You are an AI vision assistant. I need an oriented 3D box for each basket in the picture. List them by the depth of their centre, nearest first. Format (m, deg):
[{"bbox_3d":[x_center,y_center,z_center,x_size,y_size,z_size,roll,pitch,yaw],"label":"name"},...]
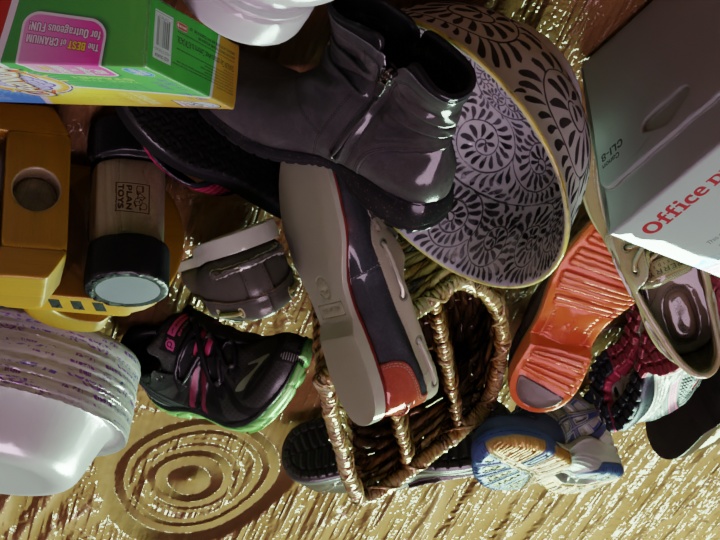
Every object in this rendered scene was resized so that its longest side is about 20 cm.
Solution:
[{"bbox_3d":[0.042,0.064,1.378,0.142,0.150,0.201,-8,143,3],"label":"basket"}]

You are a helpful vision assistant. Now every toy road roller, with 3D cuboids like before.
[{"bbox_3d":[-0.217,-0.024,1.251,0.198,0.124,0.146,5,154,-16],"label":"toy road roller"}]

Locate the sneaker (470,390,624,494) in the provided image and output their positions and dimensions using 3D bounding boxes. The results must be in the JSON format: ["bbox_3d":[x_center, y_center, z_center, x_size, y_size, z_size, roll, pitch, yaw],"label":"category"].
[{"bbox_3d":[0.140,0.127,1.501,0.075,0.089,0.200,-22,159,26],"label":"sneaker"}]

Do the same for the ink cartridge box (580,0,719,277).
[{"bbox_3d":[0.266,-0.087,1.203,0.199,0.145,0.145,19,138,-30],"label":"ink cartridge box"}]

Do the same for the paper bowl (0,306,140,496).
[{"bbox_3d":[-0.267,0.100,1.374,0.199,0.105,0.201,8,159,3],"label":"paper bowl"}]

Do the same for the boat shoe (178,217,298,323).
[{"bbox_3d":[-0.083,0.007,1.284,0.072,0.061,0.202,-21,180,-9],"label":"boat shoe"}]

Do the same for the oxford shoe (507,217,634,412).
[{"bbox_3d":[0.162,0.009,1.397,0.071,0.073,0.201,22,119,-16],"label":"oxford shoe"}]

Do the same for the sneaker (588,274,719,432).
[{"bbox_3d":[0.246,0.053,1.461,0.074,0.081,0.200,-11,154,-24],"label":"sneaker"}]

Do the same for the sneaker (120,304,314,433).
[{"bbox_3d":[-0.113,0.070,1.388,0.199,0.077,0.084,-7,140,46],"label":"sneaker"}]

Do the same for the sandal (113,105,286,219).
[{"bbox_3d":[-0.103,-0.081,1.228,0.045,0.076,0.200,-17,147,34],"label":"sandal"}]

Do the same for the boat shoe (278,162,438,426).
[{"bbox_3d":[0.000,0.000,1.235,0.062,0.201,0.071,-19,-174,-30],"label":"boat shoe"}]

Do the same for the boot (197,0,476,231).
[{"bbox_3d":[-0.017,-0.121,1.134,0.199,0.070,0.132,26,141,18],"label":"boot"}]

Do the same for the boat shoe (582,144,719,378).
[{"bbox_3d":[0.211,-0.016,1.309,0.071,0.065,0.201,-26,115,5],"label":"boat shoe"}]

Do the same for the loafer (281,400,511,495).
[{"bbox_3d":[0.036,0.147,1.569,0.198,0.074,0.071,-5,155,8],"label":"loafer"}]

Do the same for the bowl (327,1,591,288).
[{"bbox_3d":[0.079,-0.097,1.180,0.094,0.200,0.201,-40,156,-29],"label":"bowl"}]

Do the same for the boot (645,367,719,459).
[{"bbox_3d":[0.323,0.091,1.538,0.075,0.074,0.200,-3,153,-37],"label":"boot"}]

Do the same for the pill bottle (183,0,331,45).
[{"bbox_3d":[-0.028,-0.218,1.013,0.111,0.113,0.200,12,141,-23],"label":"pill bottle"}]

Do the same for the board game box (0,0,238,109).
[{"bbox_3d":[-0.187,-0.127,1.077,0.198,0.041,0.153,3,177,15],"label":"board game box"}]
